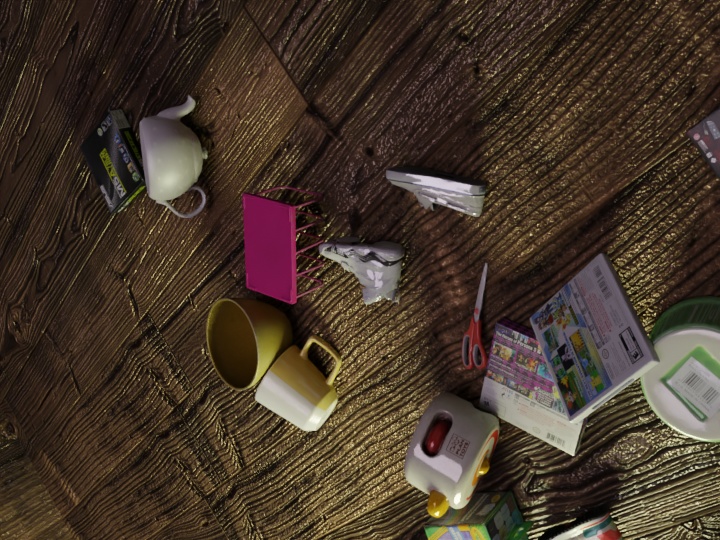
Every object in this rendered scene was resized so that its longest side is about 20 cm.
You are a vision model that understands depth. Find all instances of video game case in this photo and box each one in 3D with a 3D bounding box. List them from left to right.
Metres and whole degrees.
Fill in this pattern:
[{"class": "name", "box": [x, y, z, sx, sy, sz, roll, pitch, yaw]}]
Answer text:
[{"class": "video game case", "box": [0.315, 0.205, 1.295, 0.197, 0.036, 0.186, 23, 120, 31]}, {"class": "video game case", "box": [0.363, 0.107, 1.156, 0.183, 0.022, 0.204, -51, 39, 38]}]

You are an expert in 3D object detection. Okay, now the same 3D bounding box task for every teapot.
[{"class": "teapot", "box": [-0.419, -0.254, 1.654, 0.201, 0.142, 0.202, 115, 143, -57]}]

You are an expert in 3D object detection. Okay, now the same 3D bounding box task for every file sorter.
[{"class": "file sorter", "box": [-0.152, -0.061, 1.515, 0.136, 0.124, 0.206, 16, 115, 34]}]

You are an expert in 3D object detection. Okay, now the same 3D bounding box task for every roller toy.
[{"class": "roller toy", "box": [0.175, 0.338, 1.354, 0.137, 0.199, 0.187, 23, 119, 24]}]

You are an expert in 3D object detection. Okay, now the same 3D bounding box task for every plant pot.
[{"class": "plant pot", "box": [-0.235, 0.151, 1.641, 0.197, 0.140, 0.206, 13, 108, 43]}]

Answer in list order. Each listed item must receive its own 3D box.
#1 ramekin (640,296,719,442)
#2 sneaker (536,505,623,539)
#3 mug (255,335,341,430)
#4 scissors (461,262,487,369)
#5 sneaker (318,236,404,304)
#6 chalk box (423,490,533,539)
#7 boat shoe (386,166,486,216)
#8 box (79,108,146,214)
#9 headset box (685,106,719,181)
[{"class": "ramekin", "box": [0.513, 0.150, 1.073, 0.196, 0.097, 0.206, 15, 115, 34]}, {"class": "sneaker", "box": [0.393, 0.509, 1.323, 0.200, 0.070, 0.095, -44, 72, 37]}, {"class": "mug", "box": [-0.127, 0.262, 1.610, 0.152, 0.149, 0.189, 36, 133, 12]}, {"class": "scissors", "box": [0.211, 0.085, 1.345, 0.073, 0.014, 0.206, -166, 74, -65]}, {"class": "sneaker", "box": [0.000, 0.000, 1.447, 0.196, 0.075, 0.118, 8, 109, 33]}, {"class": "chalk box", "box": [0.246, 0.516, 1.411, 0.197, 0.123, 0.127, -18, 95, 42]}, {"class": "boat shoe", "box": [0.128, -0.140, 1.293, 0.197, 0.073, 0.067, 18, 113, 34]}, {"class": "box", "box": [-0.628, -0.278, 1.871, 0.191, 0.047, 0.204, -28, 87, 39]}, {"class": "headset box", "box": [0.551, -0.184, 0.932, 0.199, 0.077, 0.151, -40, 80, 42]}]
